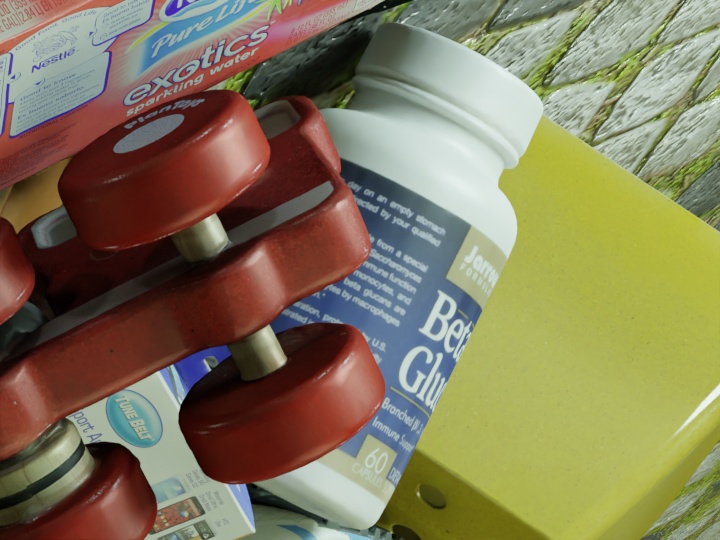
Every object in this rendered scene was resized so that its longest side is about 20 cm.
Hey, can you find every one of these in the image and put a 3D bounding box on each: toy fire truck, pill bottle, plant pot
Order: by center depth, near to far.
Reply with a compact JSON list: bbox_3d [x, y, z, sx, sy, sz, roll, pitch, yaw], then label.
[{"bbox_3d":[-0.090,0.013,0.983,0.199,0.112,0.168,-28,-162,-2],"label":"toy fire truck"},{"bbox_3d":[0.000,0.000,1.280,0.201,0.111,0.111,-64,164,-8],"label":"pill bottle"},{"bbox_3d":[0.065,0.067,1.423,0.177,0.200,0.200,-53,174,-35],"label":"plant pot"}]

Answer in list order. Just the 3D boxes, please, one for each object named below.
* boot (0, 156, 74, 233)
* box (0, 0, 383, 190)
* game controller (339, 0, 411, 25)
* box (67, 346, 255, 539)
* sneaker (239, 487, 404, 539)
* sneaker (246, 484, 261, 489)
[{"bbox_3d":[-0.107,-0.053,1.107,0.154,0.074,0.200,-35,165,-18],"label":"boot"},{"bbox_3d":[-0.087,-0.109,0.958,0.200,0.095,0.103,-28,161,-23],"label":"box"},{"bbox_3d":[0.035,-0.143,1.214,0.200,0.042,0.104,-22,172,-37],"label":"game controller"},{"bbox_3d":[-0.133,0.085,1.170,0.199,0.042,0.119,-20,137,7],"label":"box"},{"bbox_3d":[-0.059,0.137,1.306,0.200,0.072,0.073,-3,102,-48],"label":"sneaker"},{"bbox_3d":[-0.068,0.067,1.423,0.200,0.100,0.070,-39,164,10],"label":"sneaker"}]
